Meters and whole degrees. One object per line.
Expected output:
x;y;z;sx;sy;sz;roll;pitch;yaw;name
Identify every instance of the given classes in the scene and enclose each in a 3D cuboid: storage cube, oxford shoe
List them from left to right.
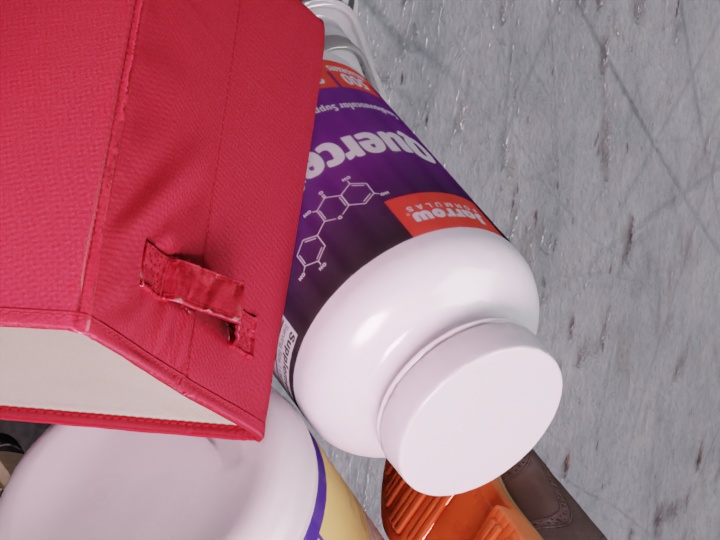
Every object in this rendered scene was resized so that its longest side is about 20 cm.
-0.128;-0.045;0.846;0.171;0.199;0.181;41;54;-64;storage cube
0.061;0.111;0.955;0.071;0.073;0.200;-53;-153;21;oxford shoe

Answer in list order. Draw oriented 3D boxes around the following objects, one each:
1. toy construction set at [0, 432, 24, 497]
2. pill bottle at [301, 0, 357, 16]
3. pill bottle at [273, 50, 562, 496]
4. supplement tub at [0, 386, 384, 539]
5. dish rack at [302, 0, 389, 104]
-0.151;0.147;1.014;0.200;0.092;0.131;3;120;-61;toy construction set
-0.067;-0.146;1.064;0.200;0.113;0.114;64;41;-55;pill bottle
0.000;0.000;0.940;0.112;0.200;0.113;-21;137;-21;pill bottle
-0.052;0.151;0.948;0.200;0.145;0.146;58;44;-42;supplement tub
-0.061;-0.022;1.068;0.200;0.044;0.172;-33;145;-8;dish rack
